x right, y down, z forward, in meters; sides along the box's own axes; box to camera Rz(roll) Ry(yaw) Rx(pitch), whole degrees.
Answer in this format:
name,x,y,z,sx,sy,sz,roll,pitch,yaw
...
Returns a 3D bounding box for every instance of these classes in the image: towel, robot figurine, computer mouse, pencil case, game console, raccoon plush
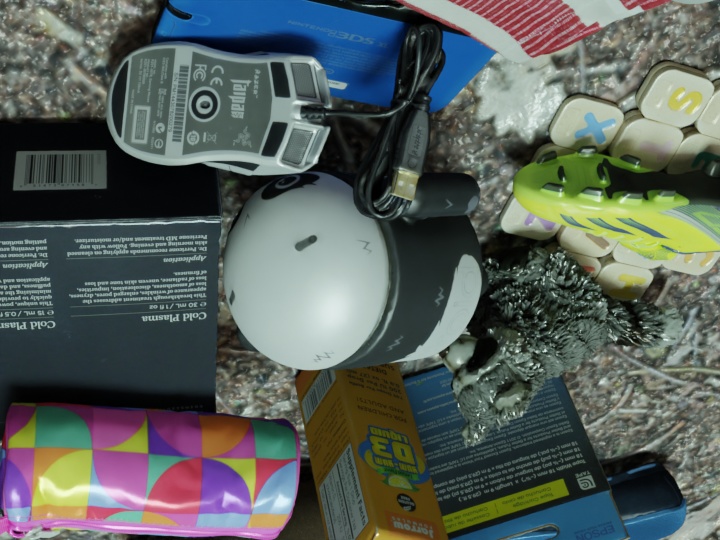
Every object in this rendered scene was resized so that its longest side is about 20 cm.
name,x,y,z,sx,sy,sz,roll,pitch,yaw
towel,0.084,-0.153,0.534,0.143,0.023,0.199,19,164,-29
robot figurine,0.000,-0.002,0.737,0.199,0.124,0.153,-1,108,-52
computer mouse,-0.051,-0.093,0.656,0.197,0.044,0.112,8,92,16
pencil case,-0.137,0.134,0.731,0.197,0.089,0.089,3,129,-17
game console,-0.008,-0.193,0.664,0.197,0.120,0.171,9,159,-20
raccoon plush,0.151,0.064,0.820,0.197,0.136,0.097,6,145,-3

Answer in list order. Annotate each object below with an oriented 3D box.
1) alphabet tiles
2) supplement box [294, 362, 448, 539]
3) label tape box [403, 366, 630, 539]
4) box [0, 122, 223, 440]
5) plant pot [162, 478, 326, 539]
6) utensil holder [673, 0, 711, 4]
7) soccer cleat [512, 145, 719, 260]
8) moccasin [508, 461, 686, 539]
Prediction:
name,x,y,z,sx,sy,sz,roll,pitch,yaw
alphabet tiles,0.208,-0.056,0.835,0.193,0.015,0.201,11,126,-22
supplement box,0.005,0.137,0.825,0.066,0.201,0.069,17,125,-26
label tape box,0.107,0.158,0.868,0.142,0.201,0.064,-17,133,2
box,-0.191,0.008,0.733,0.197,0.105,0.184,-2,130,-12
plant pot,-0.073,0.266,0.952,0.199,0.187,0.188,-36,130,0
utensil holder,0.108,-0.243,0.553,0.197,0.171,0.171,13,126,-20
soccer cleat,0.198,-0.037,0.797,0.197,0.065,0.084,2,131,-13
moccasin,0.194,0.224,1.038,0.197,0.069,0.081,-9,139,-4
